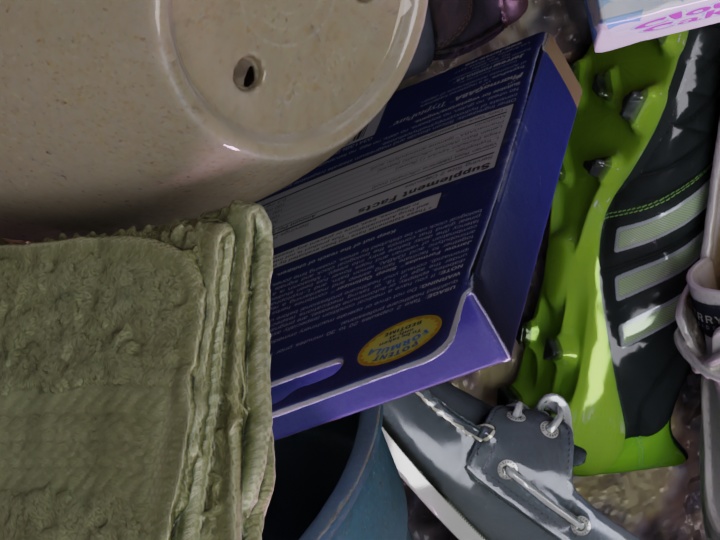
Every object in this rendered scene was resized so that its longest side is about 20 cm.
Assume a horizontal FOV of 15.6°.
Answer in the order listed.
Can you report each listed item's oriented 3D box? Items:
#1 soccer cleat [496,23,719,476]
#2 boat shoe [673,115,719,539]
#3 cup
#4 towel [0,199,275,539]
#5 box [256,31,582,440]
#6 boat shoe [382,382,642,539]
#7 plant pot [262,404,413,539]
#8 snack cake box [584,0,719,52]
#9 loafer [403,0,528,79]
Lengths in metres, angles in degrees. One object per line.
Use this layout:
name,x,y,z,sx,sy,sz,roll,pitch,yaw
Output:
soccer cleat,0.109,-0.019,0.976,0.081,0.068,0.201,4,108,-27
boat shoe,0.141,0.015,0.931,0.069,0.071,0.201,0,105,-37
cup,-0.060,-0.097,0.818,0.199,0.143,0.202,-10,107,-36
towel,-0.105,0.061,0.782,0.036,0.199,0.149,26,62,-50
box,0.000,0.000,0.845,0.121,0.200,0.033,-20,114,24
boat shoe,0.058,0.074,0.949,0.062,0.073,0.200,-43,97,4
plant pot,-0.046,0.148,0.896,0.200,0.200,0.197,-33,121,-10
snack cake box,0.108,-0.183,0.847,0.114,0.067,0.201,-13,87,3
loafer,0.018,-0.165,0.896,0.063,0.072,0.201,-18,121,-18
